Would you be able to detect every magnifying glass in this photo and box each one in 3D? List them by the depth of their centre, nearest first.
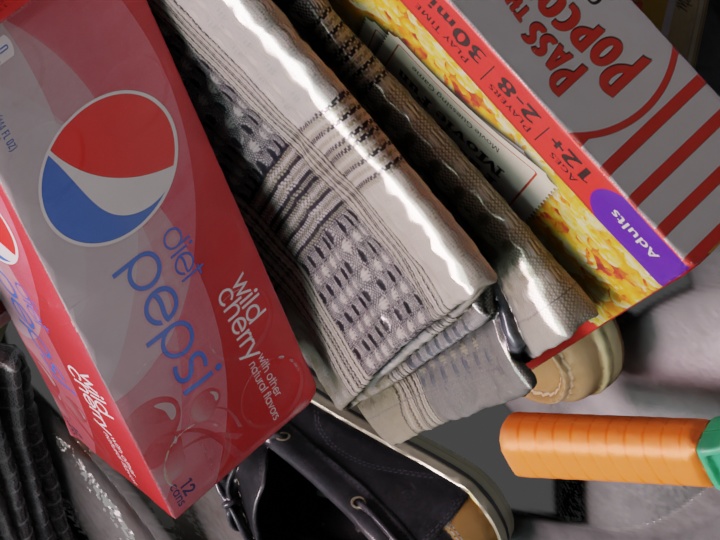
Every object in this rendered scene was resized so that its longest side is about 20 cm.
[{"bbox_3d":[0.135,0.062,0.950,0.199,0.022,0.080,2,137,37],"label":"magnifying glass"}]

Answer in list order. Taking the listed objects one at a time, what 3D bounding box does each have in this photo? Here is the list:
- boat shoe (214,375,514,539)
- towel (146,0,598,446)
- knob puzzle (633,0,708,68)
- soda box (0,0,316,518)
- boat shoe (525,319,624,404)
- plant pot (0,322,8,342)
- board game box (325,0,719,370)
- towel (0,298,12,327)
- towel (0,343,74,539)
[{"bbox_3d":[-0.032,0.083,1.164,0.199,0.062,0.075,24,147,31],"label":"boat shoe"},{"bbox_3d":[-0.027,-0.030,0.885,0.200,0.035,0.193,48,159,-1],"label":"towel"},{"bbox_3d":[0.014,-0.094,0.918,0.219,0.030,0.220,30,148,21],"label":"knob puzzle"},{"bbox_3d":[-0.082,-0.019,0.887,0.063,0.070,0.200,33,155,44],"label":"soda box"},{"bbox_3d":[0.000,0.000,1.019,0.199,0.063,0.073,27,146,23],"label":"boat shoe"},{"bbox_3d":[-0.209,0.000,1.120,0.199,0.190,0.200,20,150,12],"label":"plant pot"},{"bbox_3d":[0.027,-0.045,0.868,0.152,0.046,0.200,47,159,0],"label":"board game box"},{"bbox_3d":[-0.188,-0.052,0.931,0.200,0.144,0.023,43,123,2],"label":"towel"},{"bbox_3d":[-0.225,0.087,1.378,0.165,0.086,0.200,29,149,26],"label":"towel"}]
